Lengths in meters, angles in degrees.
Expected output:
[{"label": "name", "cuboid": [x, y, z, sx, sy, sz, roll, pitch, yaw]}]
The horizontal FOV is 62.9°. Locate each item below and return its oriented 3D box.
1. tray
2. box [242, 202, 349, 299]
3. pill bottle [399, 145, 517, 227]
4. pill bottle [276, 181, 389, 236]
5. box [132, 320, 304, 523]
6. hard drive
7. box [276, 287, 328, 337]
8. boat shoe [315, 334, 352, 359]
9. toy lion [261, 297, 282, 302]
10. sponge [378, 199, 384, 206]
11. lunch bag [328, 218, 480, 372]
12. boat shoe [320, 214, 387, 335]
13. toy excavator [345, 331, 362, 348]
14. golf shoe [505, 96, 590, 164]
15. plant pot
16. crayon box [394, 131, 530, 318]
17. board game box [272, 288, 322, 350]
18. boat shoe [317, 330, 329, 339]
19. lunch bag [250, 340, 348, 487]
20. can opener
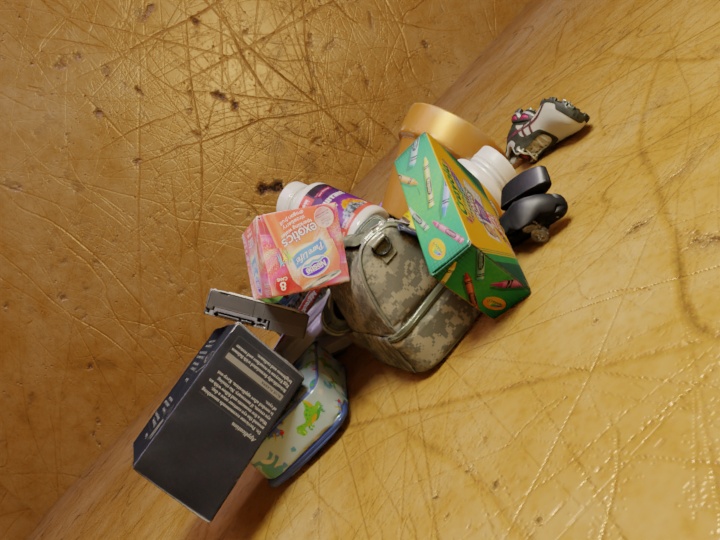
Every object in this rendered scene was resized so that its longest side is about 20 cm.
[{"label": "tray", "cuboid": [-0.070, 0.075, 0.931, 0.201, 0.022, 0.107, -49, 12, -19]}, {"label": "box", "cuboid": [-0.092, -0.019, 0.766, 0.100, 0.098, 0.199, -11, 0, -18]}, {"label": "pill bottle", "cuboid": [0.145, -0.089, 0.896, 0.200, 0.109, 0.109, -46, 11, 0]}, {"label": "pill bottle", "cuboid": [-0.052, -0.086, 1.024, 0.197, 0.113, 0.112, 26, 63, 33]}, {"label": "box", "cuboid": [-0.193, 0.187, 0.775, 0.202, 0.117, 0.196, -55, 13, -19]}, {"label": "hard drive", "cuboid": [-0.155, 0.062, 0.850, 0.200, 0.136, 0.039, 167, 118, -76]}, {"label": "box", "cuboid": [-0.088, 0.058, 1.162, 0.201, 0.137, 0.040, -50, 15, -24]}, {"label": "boat shoe", "cuboid": [-0.093, 0.170, 0.979, 0.196, 0.069, 0.071, -28, 11, -19]}, {"label": "toy lion", "cuboid": [-0.153, -0.007, 1.140, 0.198, 0.068, 0.195, -27, 31, 48]}, {"label": "sponge", "cuboid": [0.094, -0.112, 1.151, 0.030, 0.112, 0.201, -24, 23, 54]}, {"label": "lunch bag", "cuboid": [0.040, 0.021, 0.753, 0.140, 0.168, 0.199, -47, 12, -13]}, {"label": "boat shoe", "cuboid": [0.000, 0.000, 0.881, 0.204, 0.071, 0.062, -64, 2, -19]}, {"label": "toy excavator", "cuboid": [0.009, 0.037, 1.029, 0.196, 0.100, 0.198, -51, 21, -20]}, {"label": "golf shoe", "cuboid": [0.294, -0.217, 0.942, 0.090, 0.076, 0.200, -65, 9, 1]}, {"label": "plant pot", "cuboid": [0.128, -0.154, 1.027, 0.187, 0.197, 0.200, -60, 12, 1]}, {"label": "crayon box", "cuboid": [0.114, -0.056, 0.687, 0.058, 0.118, 0.203, -38, 41, 26]}, {"label": "board game box", "cuboid": [-0.113, 0.090, 1.031, 0.203, 0.019, 0.103, -57, 5, 16]}, {"label": "boat shoe", "cuboid": [-0.103, 0.152, 1.061, 0.199, 0.072, 0.066, -42, 12, 26]}, {"label": "lunch bag", "cuboid": [-0.092, 0.198, 0.840, 0.161, 0.083, 0.200, -44, 12, 4]}, {"label": "can opener", "cuboid": [0.186, -0.050, 0.761, 0.200, 0.062, 0.081, 134, 148, -54]}]
